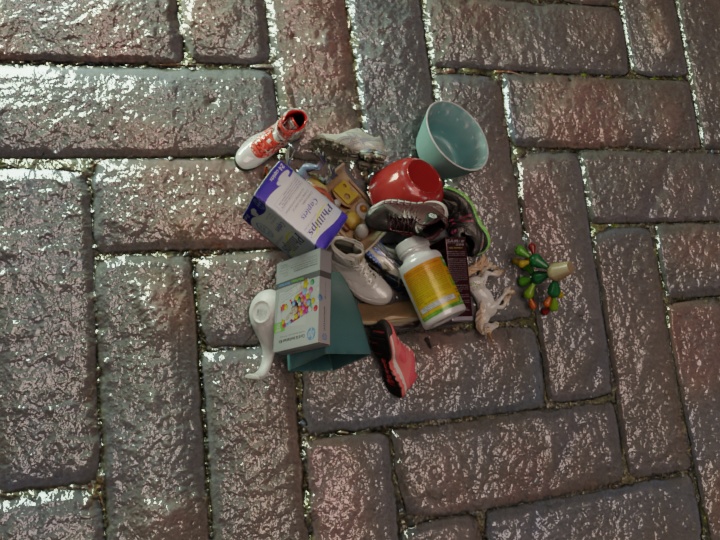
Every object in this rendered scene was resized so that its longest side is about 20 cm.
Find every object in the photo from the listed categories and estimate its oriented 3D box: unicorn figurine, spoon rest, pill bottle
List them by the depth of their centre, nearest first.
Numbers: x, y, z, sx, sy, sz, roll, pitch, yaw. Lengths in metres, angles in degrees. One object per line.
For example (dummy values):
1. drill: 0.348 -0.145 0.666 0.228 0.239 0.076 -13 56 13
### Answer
1. spoon rest: -0.218 0.145 1.607 0.097 0.060 0.206 3 79 26
2. pill bottle: 0.156 0.023 1.648 0.109 0.111 0.204 -20 77 -20
3. unicorn figurine: 0.325 0.073 1.803 0.136 0.074 0.202 -31 77 -11

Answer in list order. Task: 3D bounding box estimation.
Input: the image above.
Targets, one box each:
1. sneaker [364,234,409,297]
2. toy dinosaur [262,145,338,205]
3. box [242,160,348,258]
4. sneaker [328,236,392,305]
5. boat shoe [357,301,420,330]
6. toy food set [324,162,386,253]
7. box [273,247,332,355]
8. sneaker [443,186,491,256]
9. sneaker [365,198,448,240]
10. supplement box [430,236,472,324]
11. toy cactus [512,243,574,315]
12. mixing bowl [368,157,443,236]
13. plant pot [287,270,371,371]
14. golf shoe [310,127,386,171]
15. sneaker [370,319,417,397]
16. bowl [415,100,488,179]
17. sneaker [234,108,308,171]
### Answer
1. sneaker: 0.091 -0.013 1.734 0.199 0.077 0.086 39 67 -8
2. toy dinosaur: -0.150 -0.213 1.639 0.105 0.178 0.204 43 34 -40
3. box: -0.153 -0.120 1.613 0.198 0.184 0.106 38 70 -7
4. sneaker: 0.000 0.000 1.656 0.197 0.116 0.074 33 61 -1
5. boat shoe: 0.054 0.119 1.701 0.194 0.066 0.073 -5 38 -7
6. toy food set: -0.016 -0.151 1.706 0.200 0.060 0.143 45 59 2
7. box: -0.125 0.070 1.530 0.041 0.154 0.206 15 68 -42
8. sneaker: 0.255 -0.125 1.806 0.083 0.077 0.202 -36 91 -24
9. sneaker: 0.108 -0.111 1.613 0.194 0.116 0.078 -6 118 1
10. supplement box: 0.221 0.028 1.750 0.059 0.109 0.206 -2 82 -18
11. toy cactus: 0.477 0.012 1.815 0.101 0.163 0.204 -28 94 -40
12. mixing bowl: 0.128 -0.198 1.724 0.196 0.109 0.204 16 53 -22
13. plant pot: -0.086 0.110 1.604 0.139 0.140 0.205 7 64 -45
14. golf shoe: -0.031 -0.314 1.759 0.195 0.078 0.100 13 58 -20
15. sneaker: 0.085 0.196 1.683 0.086 0.073 0.205 -31 117 -33
16. bowl: 0.217 -0.313 1.793 0.197 0.105 0.205 18 55 -27
17. sneaker: -0.209 -0.313 1.669 0.199 0.108 0.068 -34 91 -20
